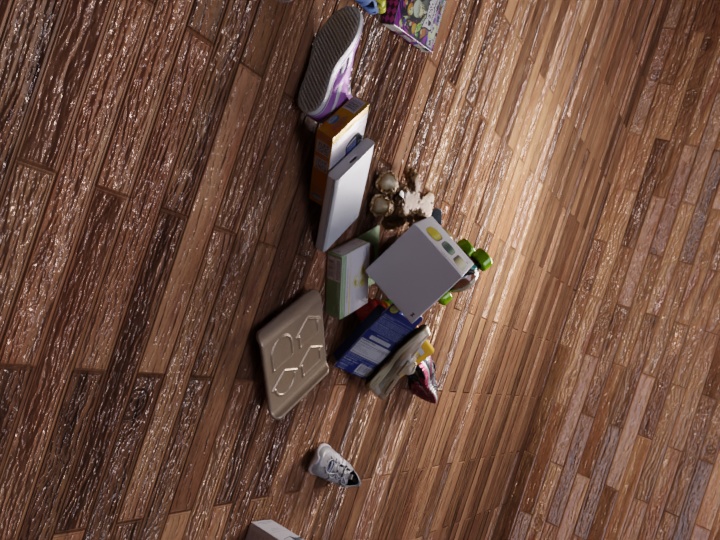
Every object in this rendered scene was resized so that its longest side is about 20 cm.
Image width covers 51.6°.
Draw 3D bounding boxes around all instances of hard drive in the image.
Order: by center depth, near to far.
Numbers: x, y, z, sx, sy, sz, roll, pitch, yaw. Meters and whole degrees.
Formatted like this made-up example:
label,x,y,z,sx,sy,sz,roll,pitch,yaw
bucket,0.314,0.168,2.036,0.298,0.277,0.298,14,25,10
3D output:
label,x,y,z,sx,sy,sz,roll,pitch,yaw
hard drive,-0.031,-0.142,1.426,0.132,0.026,0.201,-49,163,-35

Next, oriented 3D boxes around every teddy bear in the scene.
label,x,y,z,sx,sy,sz,roll,pitch,yaw
teddy bear,0.085,-0.158,1.659,0.199,0.066,0.147,-14,109,-49

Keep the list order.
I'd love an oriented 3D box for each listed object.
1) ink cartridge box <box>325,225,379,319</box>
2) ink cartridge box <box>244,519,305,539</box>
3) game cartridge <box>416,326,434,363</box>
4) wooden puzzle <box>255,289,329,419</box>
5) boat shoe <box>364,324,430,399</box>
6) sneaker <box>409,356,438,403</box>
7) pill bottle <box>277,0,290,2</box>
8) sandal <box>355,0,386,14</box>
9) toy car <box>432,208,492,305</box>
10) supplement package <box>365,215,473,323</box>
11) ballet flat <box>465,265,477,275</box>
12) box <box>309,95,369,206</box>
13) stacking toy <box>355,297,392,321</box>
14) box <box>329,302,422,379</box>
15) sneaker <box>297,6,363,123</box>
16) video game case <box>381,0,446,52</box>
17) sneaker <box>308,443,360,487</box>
label,x,y,z,sx,sy,sz,roll,pitch,yaw
ink cartridge box,0.000,0.000,1.607,0.199,0.048,0.147,-28,129,-48
ink cartridge box,-0.156,0.628,1.531,0.086,0.198,0.148,22,88,-60
game cartridge,0.077,0.199,1.780,0.176,0.033,0.200,-37,146,1
wooden puzzle,-0.138,0.161,1.467,0.185,0.046,0.202,-40,134,-44
boat shoe,0.097,0.208,1.699,0.200,0.065,0.072,-48,-177,6
sneaker,0.182,0.293,2.046,0.075,0.080,0.201,-53,145,-33
pill bottle,-0.073,-0.498,1.135,0.201,0.110,0.112,-53,146,-30
sandal,-0.001,-0.503,1.297,0.200,0.086,0.081,16,69,-79
toy car,0.198,-0.051,1.832,0.164,0.158,0.201,-39,121,-7
supplement package,0.134,-0.007,1.623,0.151,0.152,0.200,-43,175,17
ballet flat,0.176,-0.018,1.761,0.069,0.198,0.068,-67,171,17
box,-0.043,-0.210,1.378,0.119,0.041,0.201,-49,165,-35
stacking toy,0.057,0.099,1.730,0.199,0.085,0.086,15,93,-57
box,0.037,0.150,1.654,0.200,0.033,0.121,-47,136,13
sneaker,-0.040,-0.358,1.323,0.202,0.072,0.114,-64,156,4
video game case,0.122,-0.568,1.508,0.181,0.035,0.203,7,100,-59
sneaker,-0.054,0.457,1.730,0.075,0.081,0.200,-65,150,-12
